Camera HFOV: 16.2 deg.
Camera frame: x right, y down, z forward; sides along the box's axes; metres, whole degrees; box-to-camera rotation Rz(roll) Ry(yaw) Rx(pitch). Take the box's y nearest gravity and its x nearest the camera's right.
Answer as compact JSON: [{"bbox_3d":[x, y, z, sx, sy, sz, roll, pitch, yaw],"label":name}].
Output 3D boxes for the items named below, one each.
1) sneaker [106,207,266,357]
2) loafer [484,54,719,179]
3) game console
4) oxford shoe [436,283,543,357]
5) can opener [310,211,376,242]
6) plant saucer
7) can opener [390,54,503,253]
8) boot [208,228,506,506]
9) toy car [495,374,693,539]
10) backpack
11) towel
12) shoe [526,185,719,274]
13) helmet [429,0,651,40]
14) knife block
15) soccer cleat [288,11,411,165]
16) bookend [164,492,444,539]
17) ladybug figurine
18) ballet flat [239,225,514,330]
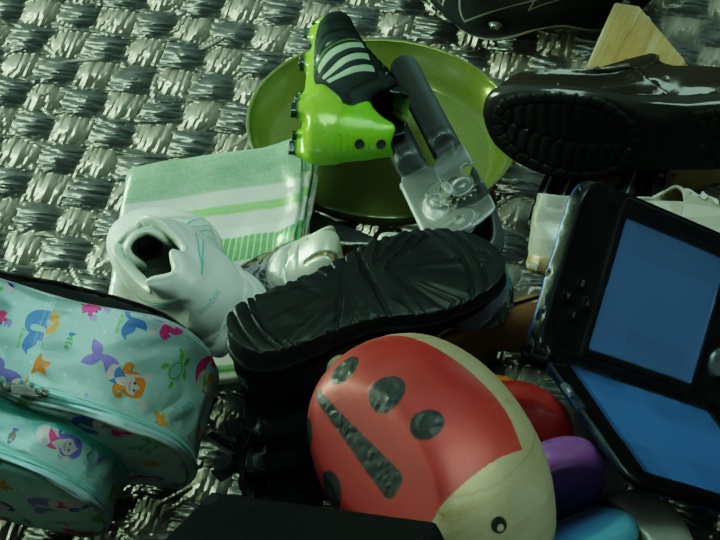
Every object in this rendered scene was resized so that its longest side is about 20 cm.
[{"bbox_3d":[-0.129,-0.012,1.668,0.071,0.080,0.200,-53,30,-2],"label":"sneaker"},{"bbox_3d":[0.184,-0.109,1.742,0.198,0.073,0.072,4,39,0],"label":"loafer"},{"bbox_3d":[0.207,0.055,1.574,0.118,0.199,0.172,15,87,44],"label":"game console"},{"bbox_3d":[0.148,0.043,1.696,0.198,0.071,0.072,-8,80,6],"label":"oxford shoe"},{"bbox_3d":[-0.010,-0.014,1.760,0.199,0.067,0.053,21,49,28],"label":"can opener"},{"bbox_3d":[0.016,-0.095,1.845,0.198,0.031,0.201,1,43,-1],"label":"plant saucer"},{"bbox_3d":[0.051,-0.072,1.774,0.053,0.067,0.200,-28,38,4],"label":"can opener"},{"bbox_3d":[-0.001,0.070,1.607,0.197,0.163,0.073,-20,47,-17],"label":"boot"},{"bbox_3d":[0.101,0.144,1.537,0.174,0.151,0.200,-21,49,-17],"label":"toy car"},{"bbox_3d":[-0.193,0.082,1.600,0.198,0.178,0.152,7,69,5],"label":"backpack"},{"bbox_3d":[-0.106,-0.001,1.740,0.151,0.023,0.201,-9,52,19],"label":"towel"},{"bbox_3d":[0.201,-0.033,1.695,0.199,0.054,0.070,-6,0,-26],"label":"shoe"},{"bbox_3d":[0.130,-0.275,1.925,0.189,0.201,0.201,-5,43,-26],"label":"helmet"},{"bbox_3d":[0.169,-0.089,1.817,0.174,0.064,0.200,-20,49,-16],"label":"knife block"},{"bbox_3d":[-0.005,-0.124,1.771,0.080,0.068,0.200,4,28,0],"label":"soccer cleat"},{"bbox_3d":[-0.010,0.239,1.458,0.199,0.200,0.092,3,38,48],"label":"bookend"},{"bbox_3d":[0.031,0.113,1.467,0.072,0.136,0.200,9,25,-45],"label":"ladybug figurine"},{"bbox_3d":[0.000,0.000,1.653,0.199,0.072,0.072,0,46,6],"label":"ballet flat"}]
